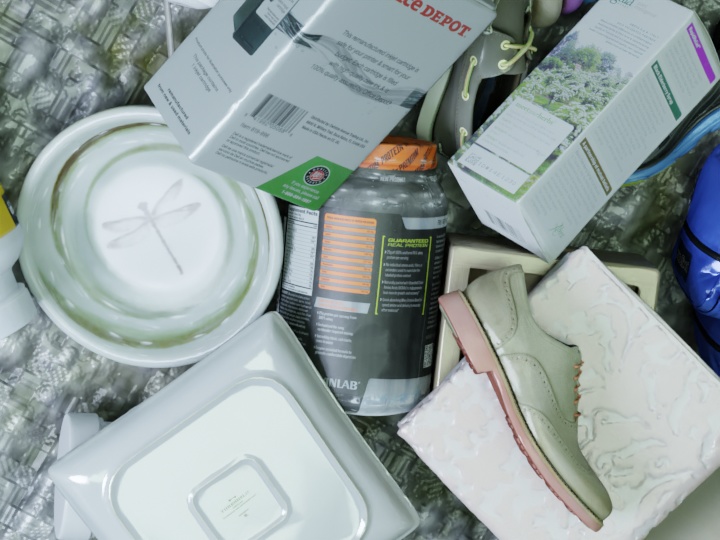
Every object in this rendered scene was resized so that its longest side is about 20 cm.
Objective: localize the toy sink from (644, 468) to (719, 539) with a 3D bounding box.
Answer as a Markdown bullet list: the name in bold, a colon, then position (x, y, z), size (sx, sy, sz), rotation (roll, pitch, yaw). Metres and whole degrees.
- **toy sink**: position (0.269, 0.255, 1.663), size (0.130, 0.200, 0.112), rotation (-28, 121, -7)

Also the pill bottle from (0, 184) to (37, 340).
- **pill bottle**: position (-0.309, -0.042, 1.552), size (0.112, 0.112, 0.200), rotation (-25, 103, -7)

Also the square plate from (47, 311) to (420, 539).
- **square plate**: position (-0.086, 0.164, 1.554), size (0.200, 0.028, 0.198), rotation (-35, 103, -4)

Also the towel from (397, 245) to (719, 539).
- **towel**: position (0.157, 0.114, 1.586), size (0.200, 0.032, 0.191), rotation (-44, 94, 3)

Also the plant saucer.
- **plant saucer**: position (-0.152, -0.029, 1.601), size (0.200, 0.050, 0.200), rotation (3, 108, 8)

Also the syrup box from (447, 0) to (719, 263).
- **syrup box**: position (0.166, -0.112, 1.591), size (0.200, 0.079, 0.081), rotation (-46, 138, -11)

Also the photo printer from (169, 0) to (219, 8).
- **photo printer**: position (-0.138, -0.281, 1.519), size (0.200, 0.069, 0.167), rotation (24, 94, 22)

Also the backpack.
- **backpack**: position (0.325, 0.004, 1.671), size (0.168, 0.163, 0.200), rotation (14, 108, -4)

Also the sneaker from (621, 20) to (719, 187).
- **sneaker**: position (0.228, -0.125, 1.678), size (0.200, 0.071, 0.083), rotation (-36, 97, -10)

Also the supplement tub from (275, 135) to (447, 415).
- **supplement tub**: position (0.000, 0.000, 1.617), size (0.122, 0.123, 0.200), rotation (5, 98, -12)

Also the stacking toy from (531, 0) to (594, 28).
- **stacking toy**: position (0.204, -0.254, 1.643), size (0.200, 0.085, 0.085), rotation (-22, 102, -14)

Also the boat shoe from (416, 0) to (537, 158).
- **boat shoe**: position (0.098, -0.160, 1.596), size (0.072, 0.060, 0.202), rotation (-26, 145, -40)

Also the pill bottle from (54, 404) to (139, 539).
- **pill bottle**: position (-0.124, 0.158, 1.620), size (0.200, 0.116, 0.116), rotation (4, 98, -12)

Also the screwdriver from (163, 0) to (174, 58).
- **screwdriver**: position (-0.134, -0.132, 1.614), size (0.029, 0.028, 0.200), rotation (5, 103, 16)

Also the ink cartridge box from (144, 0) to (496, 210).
- **ink cartridge box**: position (-0.026, -0.151, 1.493), size (0.200, 0.083, 0.147), rotation (-46, 144, 17)

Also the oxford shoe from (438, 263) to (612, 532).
- **oxford shoe**: position (0.133, 0.090, 1.534), size (0.074, 0.071, 0.200), rotation (-31, 95, -1)

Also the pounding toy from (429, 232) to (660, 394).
- **pounding toy**: position (0.154, 0.075, 1.669), size (0.200, 0.142, 0.184), rotation (6, 97, -2)
